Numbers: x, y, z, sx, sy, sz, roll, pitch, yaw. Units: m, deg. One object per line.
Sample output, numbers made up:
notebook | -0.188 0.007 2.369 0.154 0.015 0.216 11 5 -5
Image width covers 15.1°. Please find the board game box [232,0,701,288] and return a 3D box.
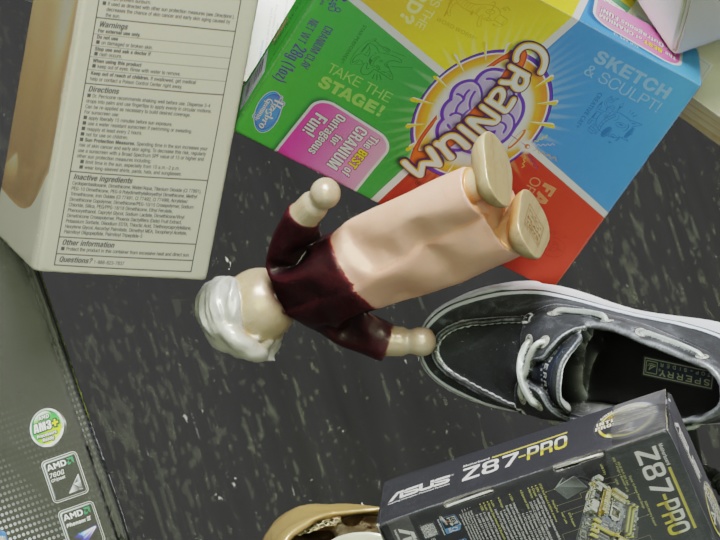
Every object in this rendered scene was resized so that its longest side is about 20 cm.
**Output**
board game box | 0.055 -0.096 1.435 0.200 0.040 0.153 26 121 -13

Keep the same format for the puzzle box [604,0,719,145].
puzzle box | 0.181 -0.156 1.491 0.200 0.025 0.133 37 64 3

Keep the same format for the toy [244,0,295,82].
toy | 0.023 -0.142 1.499 0.200 0.047 0.115 9 81 -5

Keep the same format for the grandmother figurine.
grandmother figurine | 0.000 0.000 1.448 0.200 0.061 0.121 -21 110 25

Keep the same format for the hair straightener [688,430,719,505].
hair straightener | 0.174 0.131 1.460 0.041 0.077 0.200 -6 83 -25

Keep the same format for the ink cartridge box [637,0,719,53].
ink cartridge box | 0.222 -0.218 1.443 0.200 0.088 0.145 -19 57 -18

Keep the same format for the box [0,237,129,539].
box | -0.247 0.091 1.474 0.200 0.048 0.193 -18 87 -3

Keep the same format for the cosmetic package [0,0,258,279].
cosmetic package | -0.121 -0.101 1.428 0.105 0.071 0.200 5 106 -28

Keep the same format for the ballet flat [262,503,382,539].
ballet flat | 0.046 0.155 1.464 0.200 0.063 0.069 -4 85 -1

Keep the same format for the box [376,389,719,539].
box | 0.120 0.176 1.410 0.161 0.049 0.200 -19 113 16

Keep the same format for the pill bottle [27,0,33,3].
pill bottle | -0.160 -0.252 1.472 0.114 0.114 0.200 28 86 2

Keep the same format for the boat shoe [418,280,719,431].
boat shoe | 0.112 0.051 1.434 0.200 0.068 0.072 10 103 29
